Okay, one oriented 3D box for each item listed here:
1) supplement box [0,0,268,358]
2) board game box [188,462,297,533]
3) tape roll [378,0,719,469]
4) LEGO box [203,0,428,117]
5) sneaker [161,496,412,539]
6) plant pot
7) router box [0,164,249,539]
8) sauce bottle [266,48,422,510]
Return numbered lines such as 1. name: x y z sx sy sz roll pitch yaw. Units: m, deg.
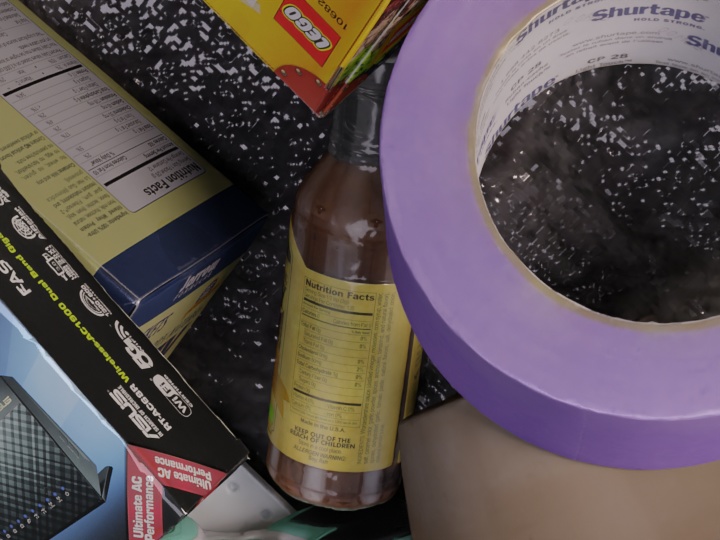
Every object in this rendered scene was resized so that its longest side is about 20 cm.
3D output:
1. supplement box: -0.186 0.000 0.944 0.200 0.134 0.200 40 115 6
2. board game box: -0.099 0.161 1.061 0.200 0.026 0.200 44 115 -6
3. tape roll: 0.107 -0.032 0.836 0.199 0.085 0.201 0 73 2
4. LEGO box: -0.041 -0.175 0.827 0.200 0.077 0.149 45 154 2
5. sneaker: -0.058 0.179 1.001 0.199 0.078 0.141 -4 110 16
6. plant pot: 0.102 0.118 0.917 0.199 0.200 0.174 -23 87 22
7. router box: -0.162 0.078 0.848 0.150 0.062 0.200 48 116 1
8. sauce bottle: 0.000 0.000 0.950 0.064 0.065 0.201 12 112 10
